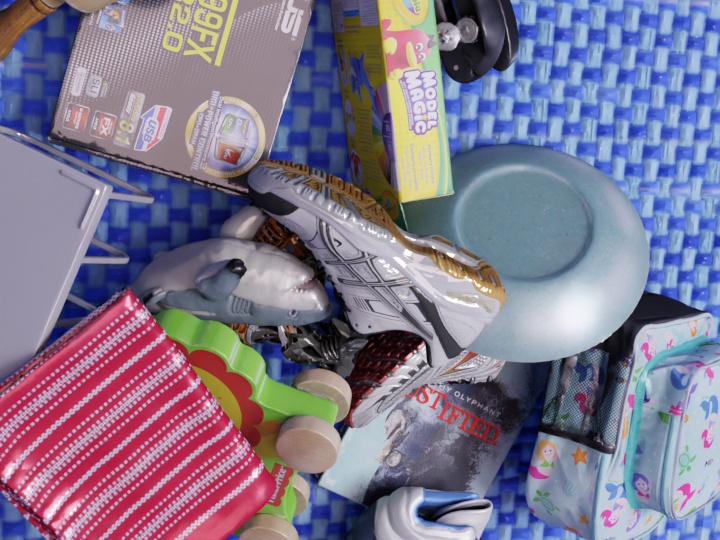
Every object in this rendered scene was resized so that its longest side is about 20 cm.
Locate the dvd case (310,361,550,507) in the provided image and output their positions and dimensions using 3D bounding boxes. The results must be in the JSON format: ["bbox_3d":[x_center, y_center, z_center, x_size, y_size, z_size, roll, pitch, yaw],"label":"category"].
[{"bbox_3d":[0.068,0.119,0.954,0.146,0.022,0.201,29,91,-19],"label":"dvd case"}]

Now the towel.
[{"bbox_3d":[-0.154,0.128,0.750,0.145,0.022,0.200,-40,122,-14],"label":"towel"}]

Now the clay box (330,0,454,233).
[{"bbox_3d":[0.022,-0.131,0.843,0.047,0.115,0.201,-12,105,-16],"label":"clay box"}]

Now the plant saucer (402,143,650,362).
[{"bbox_3d":[0.124,-0.028,0.864,0.200,0.039,0.202,-1,58,1],"label":"plant saucer"}]

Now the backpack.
[{"bbox_3d":[0.222,0.127,0.922,0.177,0.150,0.201,-5,114,-52],"label":"backpack"}]

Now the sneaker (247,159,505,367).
[{"bbox_3d":[0.000,0.000,0.780,0.200,0.076,0.088,31,109,-8],"label":"sneaker"}]

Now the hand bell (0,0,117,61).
[{"bbox_3d":[-0.221,-0.182,0.762,0.200,0.104,0.104,-27,109,25],"label":"hand bell"}]

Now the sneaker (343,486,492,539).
[{"bbox_3d":[0.080,0.256,0.931,0.200,0.081,0.147,35,117,-13],"label":"sneaker"}]

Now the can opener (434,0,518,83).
[{"bbox_3d":[0.062,-0.241,0.870,0.063,0.079,0.201,-19,104,26],"label":"can opener"}]

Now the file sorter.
[{"bbox_3d":[-0.250,0.009,0.775,0.138,0.125,0.201,25,94,9],"label":"file sorter"}]

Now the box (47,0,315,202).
[{"bbox_3d":[-0.127,-0.169,0.831,0.160,0.044,0.201,16,96,-16],"label":"box"}]

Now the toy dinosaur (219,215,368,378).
[{"bbox_3d":[-0.062,0.030,0.879,0.135,0.102,0.200,24,123,-4],"label":"toy dinosaur"}]

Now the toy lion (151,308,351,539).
[{"bbox_3d":[-0.115,0.119,0.847,0.191,0.069,0.200,19,131,-3],"label":"toy lion"}]

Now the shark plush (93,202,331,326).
[{"bbox_3d":[-0.125,0.032,0.821,0.199,0.091,0.083,-24,118,10],"label":"shark plush"}]

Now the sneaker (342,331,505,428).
[{"bbox_3d":[0.072,0.067,0.894,0.200,0.078,0.082,-33,108,-8],"label":"sneaker"}]
